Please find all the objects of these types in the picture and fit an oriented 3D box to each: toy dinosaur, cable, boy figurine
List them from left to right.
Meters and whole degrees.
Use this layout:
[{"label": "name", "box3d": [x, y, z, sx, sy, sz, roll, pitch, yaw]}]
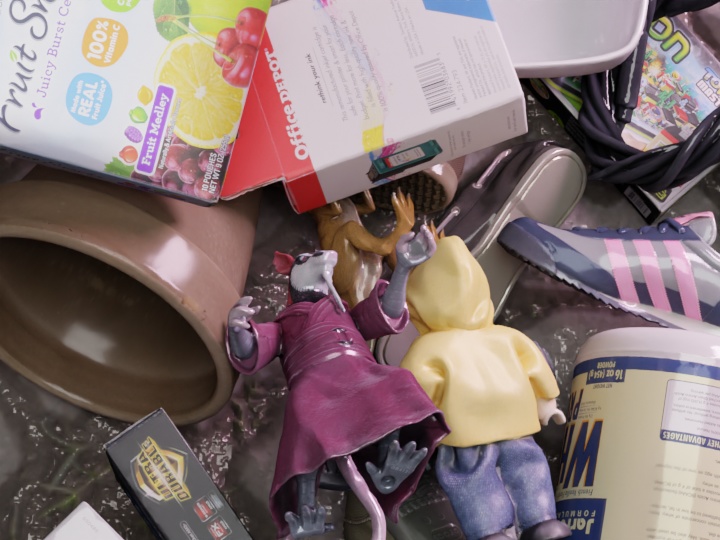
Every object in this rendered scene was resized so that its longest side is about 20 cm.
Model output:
[{"label": "toy dinosaur", "box3d": [0.000, 0.000, 1.391, 0.106, 0.060, 0.201, -24, 72, 25]}, {"label": "boy figurine", "box3d": [0.065, 0.080, 1.316, 0.124, 0.064, 0.201, -13, 81, -24]}, {"label": "cable", "box3d": [0.217, -0.137, 1.405, 0.200, 0.051, 0.163, -43, 50, 6]}]

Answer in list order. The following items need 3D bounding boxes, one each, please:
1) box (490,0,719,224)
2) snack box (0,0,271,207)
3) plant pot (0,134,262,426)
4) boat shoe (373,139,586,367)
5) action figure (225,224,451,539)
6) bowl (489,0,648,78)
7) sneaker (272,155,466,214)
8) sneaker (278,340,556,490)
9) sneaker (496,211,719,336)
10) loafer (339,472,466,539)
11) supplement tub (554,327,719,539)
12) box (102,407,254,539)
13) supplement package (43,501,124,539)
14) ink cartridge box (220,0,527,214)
[{"label": "box", "box3d": [0.178, -0.143, 1.485, 0.110, 0.035, 0.200, -40, 83, -14]}, {"label": "snack box", "box3d": [-0.163, -0.130, 1.236, 0.199, 0.053, 0.143, 16, 85, -10]}, {"label": "plant pot", "box3d": [-0.140, -0.025, 1.359, 0.200, 0.200, 0.175, 25, 57, 1]}, {"label": "boat shoe", "box3d": [0.074, -0.009, 1.438, 0.200, 0.057, 0.067, -47, 121, -10]}, {"label": "action figure", "box3d": [-0.010, 0.064, 1.276, 0.133, 0.149, 0.200, -10, 44, -8]}, {"label": "bowl", "box3d": [0.098, -0.217, 1.435, 0.199, 0.075, 0.201, 0, 74, 8]}, {"label": "sneaker", "box3d": [-0.025, -0.098, 1.448, 0.199, 0.071, 0.076, 20, 50, 1]}, {"label": "sneaker", "box3d": [0.031, 0.099, 1.374, 0.199, 0.078, 0.066, -19, 86, -26]}, {"label": "sneaker", "box3d": [0.192, -0.010, 1.397, 0.199, 0.070, 0.082, 21, 94, -2]}, {"label": "loafer", "box3d": [0.053, 0.206, 1.349, 0.075, 0.070, 0.200, -4, 45, -39]}, {"label": "supplement tub", "box3d": [0.196, 0.149, 1.358, 0.144, 0.145, 0.201, 11, 75, -3]}, {"label": "box", "box3d": [-0.083, 0.187, 1.313, 0.046, 0.159, 0.200, -34, 82, -10]}, {"label": "supplement package", "box3d": [-0.164, 0.231, 1.272, 0.117, 0.200, 0.117, 43, 76, 6]}, {"label": "ink cartridge box", "box3d": [-0.006, -0.115, 1.343, 0.199, 0.067, 0.117, -19, 71, 1]}]
